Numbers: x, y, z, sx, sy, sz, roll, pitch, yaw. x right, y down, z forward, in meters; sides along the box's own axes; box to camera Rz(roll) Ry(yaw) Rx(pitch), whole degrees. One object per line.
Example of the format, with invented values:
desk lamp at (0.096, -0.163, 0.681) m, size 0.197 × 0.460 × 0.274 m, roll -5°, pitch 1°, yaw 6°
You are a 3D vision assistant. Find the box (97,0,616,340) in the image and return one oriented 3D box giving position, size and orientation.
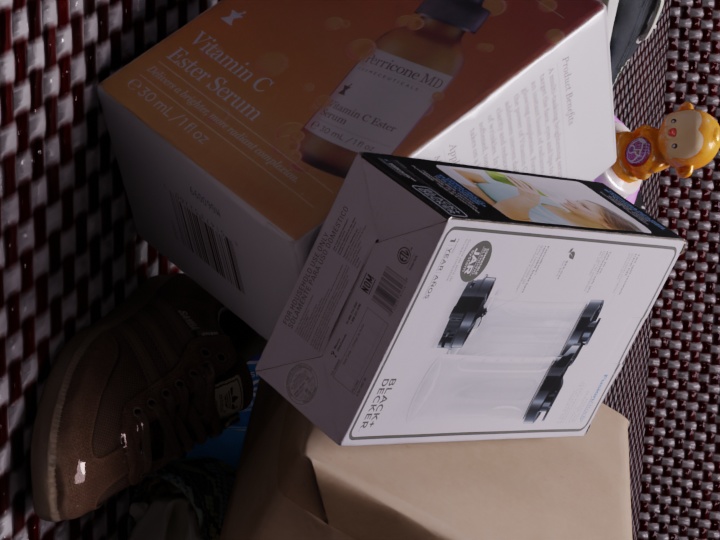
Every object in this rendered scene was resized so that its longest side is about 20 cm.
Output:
box at (0.002, -0.071, 1.042) m, size 0.200 × 0.152 × 0.107 m, roll -38°, pitch 143°, yaw -22°

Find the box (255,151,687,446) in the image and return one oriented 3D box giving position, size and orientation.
box at (0.055, 0.016, 0.993) m, size 0.199 × 0.060 × 0.117 m, roll 2°, pitch 118°, yaw -51°

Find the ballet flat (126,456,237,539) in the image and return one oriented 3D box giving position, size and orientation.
ballet flat at (-0.105, 0.192, 1.091) m, size 0.074 × 0.074 × 0.201 m, roll 46°, pitch 50°, yaw -71°

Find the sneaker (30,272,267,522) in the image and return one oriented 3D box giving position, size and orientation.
sneaker at (-0.093, 0.054, 1.031) m, size 0.200 × 0.075 × 0.071 m, roll -60°, pitch 152°, yaw -59°

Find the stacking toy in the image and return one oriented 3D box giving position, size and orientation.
stacking toy at (0.122, -0.054, 1.241) m, size 0.109 × 0.199 × 0.117 m, roll 25°, pitch 60°, yaw -41°

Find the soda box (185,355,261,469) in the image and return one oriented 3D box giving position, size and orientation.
soda box at (-0.040, 0.049, 1.256) m, size 0.068 × 0.064 × 0.201 m, roll 77°, pitch 23°, yaw -51°

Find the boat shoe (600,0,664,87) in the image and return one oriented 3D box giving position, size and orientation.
boat shoe at (0.149, -0.159, 1.235) m, size 0.200 × 0.060 × 0.076 m, roll 102°, pitch -30°, yaw -56°

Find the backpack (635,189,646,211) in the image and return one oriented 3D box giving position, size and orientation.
backpack at (0.072, -0.018, 1.442) m, size 0.135 × 0.199 × 0.183 m, roll 57°, pitch 41°, yaw -43°

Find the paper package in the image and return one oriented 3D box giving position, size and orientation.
paper package at (0.036, 0.115, 1.070) m, size 0.104 × 0.190 × 0.200 m, roll -58°, pitch -170°, yaw 26°
